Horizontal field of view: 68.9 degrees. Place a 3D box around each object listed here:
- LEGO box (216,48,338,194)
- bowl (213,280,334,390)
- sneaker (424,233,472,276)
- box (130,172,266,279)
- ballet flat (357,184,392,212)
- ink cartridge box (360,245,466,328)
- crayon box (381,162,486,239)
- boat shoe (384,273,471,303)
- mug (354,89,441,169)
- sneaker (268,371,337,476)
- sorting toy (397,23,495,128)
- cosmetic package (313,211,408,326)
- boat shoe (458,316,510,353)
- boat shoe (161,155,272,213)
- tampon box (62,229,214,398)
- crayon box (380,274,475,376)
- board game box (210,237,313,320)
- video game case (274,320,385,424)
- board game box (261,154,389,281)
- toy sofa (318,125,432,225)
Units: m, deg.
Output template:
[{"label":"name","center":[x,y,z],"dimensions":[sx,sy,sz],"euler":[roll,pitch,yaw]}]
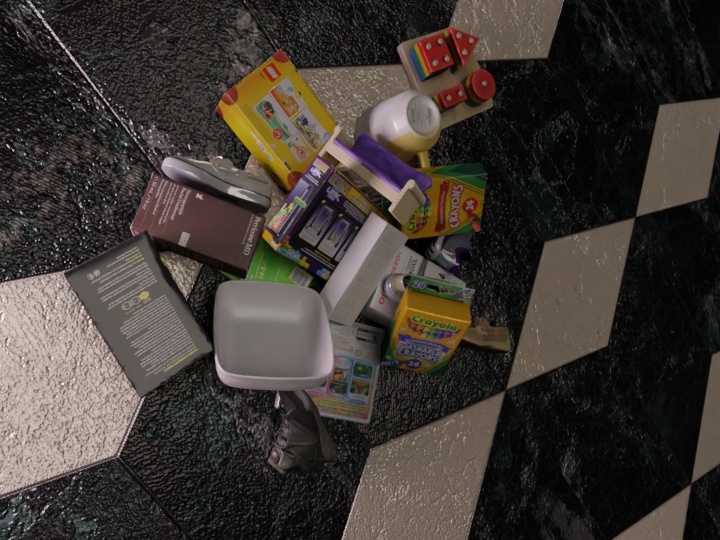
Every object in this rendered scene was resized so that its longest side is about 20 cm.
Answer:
[{"label":"LEGO box","center":[-0.144,-0.273,0.974],"dimensions":[0.149,0.077,0.201],"euler":[-45,105,-24]},{"label":"bowl","center":[-0.149,0.115,0.874],"dimensions":[0.194,0.076,0.203],"euler":[5,44,-20]},{"label":"sneaker","center":[0.210,-0.062,1.111],"dimensions":[0.087,0.075,0.200],"euler":[40,50,4]},{"label":"box","center":[-0.266,-0.071,0.875],"dimensions":[0.195,0.075,0.103],"euler":[21,74,-14]},{"label":"ballet flat","center":[-0.009,-0.130,1.045],"dimensions":[0.196,0.072,0.074],"euler":[-21,94,-27]},{"label":"ink cartridge box","center":[0.099,0.051,1.062],"dimensions":[0.197,0.083,0.149],"euler":[28,73,-22]},{"label":"crayon box","center":[0.139,-0.131,1.018],"dimensions":[0.194,0.051,0.130],"euler":[-7,127,-5]},{"label":"boat shoe","center":[0.139,0.049,1.000],"dimensions":[0.195,0.062,0.074],"euler":[12,79,-26]},{"label":"mug","center":[0.098,-0.270,1.056],"dimensions":[0.186,0.152,0.151],"euler":[44,68,-17]},{"label":"sneaker","center":[-0.122,0.276,0.914],"dimensions":[0.113,0.076,0.204],"euler":[-30,115,-21]},{"label":"sorting toy","center":[0.208,-0.443,1.176],"dimensions":[0.196,0.069,0.204],"euler":[-27,97,-26]},{"label":"cosmetic package","center":[0.000,0.000,0.965],"dimensions":[0.202,0.050,0.082],"euler":[-57,145,7]},{"label":"boat shoe","center":[0.250,0.136,1.143],"dimensions":[0.196,0.070,0.067],"euler":[17,73,-35]},{"label":"boat shoe","center":[-0.243,-0.165,0.919],"dimensions":[0.196,0.072,0.068],"euler":[18,73,-25]},{"label":"tampon box","center":[-0.334,0.067,0.803],"dimensions":[0.125,0.149,0.204],"euler":[-32,99,-24]},{"label":"crayon box","center":[0.121,0.109,0.970],"dimensions":[0.122,0.203,0.052],"euler":[12,42,-8]},{"label":"board game box","center":[-0.187,-0.006,0.954],"dimensions":[0.199,0.030,0.097],"euler":[39,70,-20]},{"label":"video game case","center":[-0.053,0.184,1.006],"dimensions":[0.196,0.024,0.187],"euler":[17,78,-25]},{"label":"board game box","center":[-0.056,-0.078,0.931],"dimensions":[0.167,0.056,0.199],"euler":[-54,143,2]},{"label":"toy sofa","center":[0.029,-0.181,0.936],"dimensions":[0.199,0.083,0.098],"euler":[41,94,25]}]
